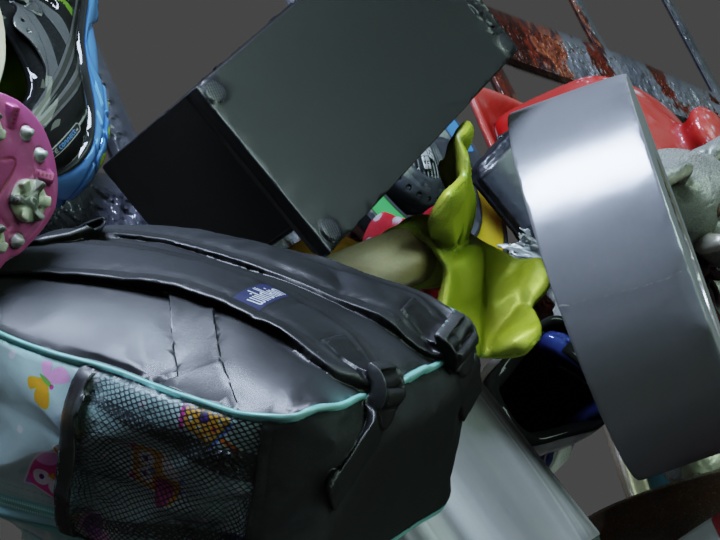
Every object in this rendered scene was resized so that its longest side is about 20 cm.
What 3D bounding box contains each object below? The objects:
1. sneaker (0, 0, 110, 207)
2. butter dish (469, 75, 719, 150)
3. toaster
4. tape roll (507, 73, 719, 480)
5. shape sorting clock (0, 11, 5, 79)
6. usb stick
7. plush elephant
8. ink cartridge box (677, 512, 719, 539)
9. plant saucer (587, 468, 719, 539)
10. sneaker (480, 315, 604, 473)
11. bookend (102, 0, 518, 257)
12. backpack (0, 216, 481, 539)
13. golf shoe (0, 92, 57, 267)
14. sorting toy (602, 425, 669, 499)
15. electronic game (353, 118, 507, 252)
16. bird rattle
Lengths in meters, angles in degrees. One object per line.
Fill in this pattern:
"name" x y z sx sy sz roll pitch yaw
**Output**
"sneaker" -0.173 -0.125 0.894 0.083 0.071 0.201 28 40 -51
"butter dish" 0.200 -0.064 1.330 0.199 0.148 0.201 17 45 -48
"toaster" 0.023 0.127 0.880 0.130 0.114 0.200 55 28 11
"tape roll" 0.140 0.002 0.950 0.200 0.066 0.201 -20 90 -80
"shape sorting clock" -0.243 -0.125 0.782 0.199 0.039 0.201 23 45 -25
"usb stick" 0.148 -0.006 1.222 0.200 0.033 0.055 50 58 -10
"plush elephant" 0.194 -0.003 1.120 0.200 0.155 0.165 40 36 13
"ink cartridge box" 0.192 0.195 0.975 0.144 0.200 0.084 13 44 -52
"plant saucer" 0.225 0.149 1.084 0.200 0.200 0.037 14 58 -51
"sneaker" 0.102 0.079 1.051 0.081 0.115 0.199 60 27 8
"bookend" -0.053 -0.056 0.911 0.092 0.198 0.200 50 43 -8
"backpack" -0.073 0.061 0.739 0.199 0.154 0.176 22 23 20
"golf shoe" -0.207 0.000 0.683 0.200 0.091 0.076 -34 118 -33
"sorting toy" 0.227 0.127 1.279 0.185 0.036 0.201 18 44 -48
"electronic game" 0.025 -0.073 1.180 0.200 0.042 0.201 38 32 -29
"bird rattle" 0.000 0.000 0.938 0.162 0.200 0.113 -19 94 -22
